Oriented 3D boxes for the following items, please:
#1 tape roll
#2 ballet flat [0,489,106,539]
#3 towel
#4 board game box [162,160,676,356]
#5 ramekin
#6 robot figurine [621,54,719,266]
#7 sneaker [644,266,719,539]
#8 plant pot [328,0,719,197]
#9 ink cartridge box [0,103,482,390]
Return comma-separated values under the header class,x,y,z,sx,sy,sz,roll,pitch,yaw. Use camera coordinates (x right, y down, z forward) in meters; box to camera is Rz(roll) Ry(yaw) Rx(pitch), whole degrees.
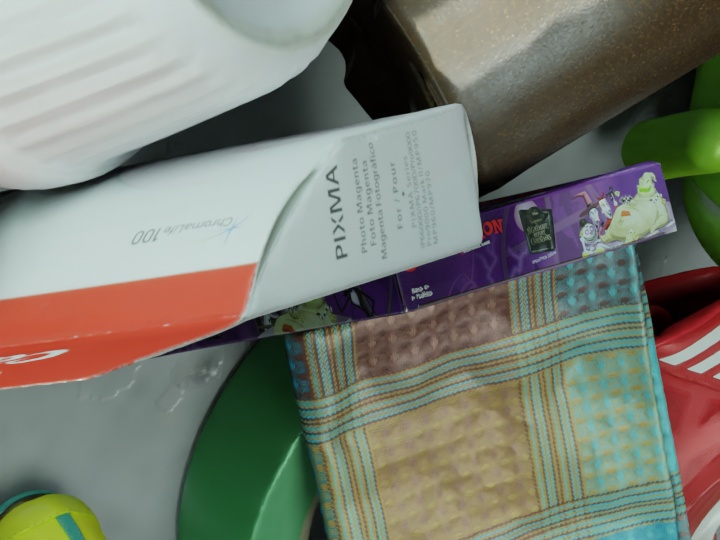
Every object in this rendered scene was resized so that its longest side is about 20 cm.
class,x,y,z,sx,sy,sz,roll,pitch,yaw
tape roll,0.019,0.083,1.131,0.200,0.048,0.201,-24,132,-30
ballet flat,-0.121,0.178,1.050,0.067,0.067,0.201,-15,128,-37
towel,0.057,0.090,1.069,0.146,0.022,0.201,-19,117,-12
board game box,0.000,0.000,0.952,0.120,0.200,0.033,-11,90,-36
ramekin,-0.073,-0.129,0.770,0.202,0.094,0.204,26,59,-57
robot figurine,0.195,-0.072,1.132,0.174,0.116,0.201,-9,127,-19
sneaker,0.101,0.078,1.134,0.200,0.078,0.115,-49,122,-1
plant pot,0.072,-0.138,0.922,0.198,0.200,0.201,-36,138,-7
ink cartridge box,-0.081,-0.003,0.776,0.200,0.162,0.057,-10,92,-57
